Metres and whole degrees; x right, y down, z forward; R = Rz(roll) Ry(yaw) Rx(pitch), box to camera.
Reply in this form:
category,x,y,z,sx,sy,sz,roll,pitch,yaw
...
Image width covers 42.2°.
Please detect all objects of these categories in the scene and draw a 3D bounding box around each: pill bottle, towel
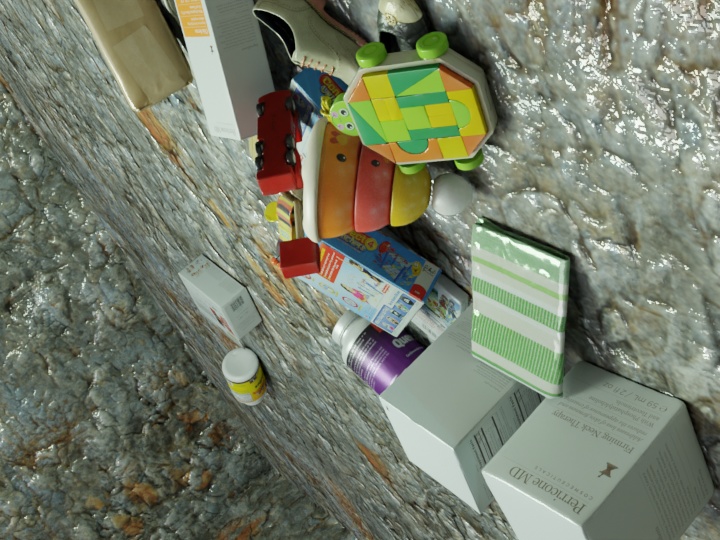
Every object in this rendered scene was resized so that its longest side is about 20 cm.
category,x,y,z,sx,sy,sz,roll,pitch,yaw
pill bottle,0.046,0.150,1.593,0.199,0.112,0.113,40,159,24
pill bottle,-0.336,0.319,2.747,0.109,0.109,0.201,38,158,26
towel,0.192,0.048,1.136,0.152,0.023,0.203,29,133,43

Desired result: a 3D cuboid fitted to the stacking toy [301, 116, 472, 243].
category,x,y,z,sx,sy,sz,roll,pitch,yaw
stacking toy,0.034,-0.100,1.096,0.196,0.148,0.147,5,152,3

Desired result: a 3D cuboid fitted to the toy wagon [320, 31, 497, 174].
category,x,y,z,sx,sy,sz,roll,pitch,yaw
toy wagon,0.043,-0.169,0.992,0.197,0.040,0.156,-2,135,26

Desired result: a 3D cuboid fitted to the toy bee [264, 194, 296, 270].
category,x,y,z,sx,sy,sz,roll,pitch,yaw
toy bee,-0.103,-0.053,1.545,0.130,0.109,0.201,22,148,48

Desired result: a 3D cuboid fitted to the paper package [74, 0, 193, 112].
category,x,y,z,sx,sy,sz,roll,pitch,yaw
paper package,-0.334,-0.356,1.365,0.202,0.102,0.191,65,177,-22

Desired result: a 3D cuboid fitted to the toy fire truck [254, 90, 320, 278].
category,x,y,z,sx,sy,sz,roll,pitch,yaw
toy fire truck,-0.090,-0.109,1.172,0.142,0.048,0.202,71,-168,-52

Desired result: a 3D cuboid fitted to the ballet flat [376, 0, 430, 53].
category,x,y,z,sx,sy,sz,roll,pitch,yaw
ballet flat,0.042,-0.213,1.000,0.066,0.057,0.201,36,153,27

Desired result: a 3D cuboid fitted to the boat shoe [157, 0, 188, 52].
category,x,y,z,sx,sy,sz,roll,pitch,yaw
boat shoe,-0.261,-0.385,1.326,0.057,0.067,0.201,34,160,23

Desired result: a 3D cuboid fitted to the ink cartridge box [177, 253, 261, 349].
category,x,y,z,sx,sy,sz,roll,pitch,yaw
ink cartridge box,-0.349,0.080,2.361,0.199,0.084,0.177,34,155,38

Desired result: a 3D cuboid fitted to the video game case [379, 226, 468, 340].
category,x,y,z,sx,sy,sz,roll,pitch,yaw
video game case,0.083,0.028,1.421,0.200,0.022,0.183,41,159,24

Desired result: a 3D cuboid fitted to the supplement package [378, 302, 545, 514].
category,x,y,z,sx,sy,sz,roll,pitch,yaw
supplement package,0.160,0.184,1.275,0.151,0.200,0.152,29,153,44

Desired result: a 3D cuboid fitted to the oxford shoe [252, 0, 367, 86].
category,x,y,z,sx,sy,sz,roll,pitch,yaw
oxford shoe,-0.043,-0.251,1.086,0.200,0.074,0.071,45,158,1

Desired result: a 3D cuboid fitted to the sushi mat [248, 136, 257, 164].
category,x,y,z,sx,sy,sz,roll,pitch,yaw
sushi mat,-0.147,-0.226,1.352,0.202,0.012,0.096,94,153,-46

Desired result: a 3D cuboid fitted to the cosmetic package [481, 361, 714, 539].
category,x,y,z,sx,sy,sz,roll,pitch,yaw
cosmetic package,0.290,0.255,1.128,0.166,0.200,0.168,21,147,51

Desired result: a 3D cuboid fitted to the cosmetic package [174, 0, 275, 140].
category,x,y,z,sx,sy,sz,roll,pitch,yaw
cosmetic package,-0.177,-0.284,1.243,0.101,0.071,0.203,18,127,55

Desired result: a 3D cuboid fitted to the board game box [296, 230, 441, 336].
category,x,y,z,sx,sy,sz,roll,pitch,yaw
board game box,0.000,0.000,1.328,0.194,0.056,0.200,31,161,1

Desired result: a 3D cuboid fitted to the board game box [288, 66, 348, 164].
category,x,y,z,sx,sy,sz,roll,pitch,yaw
board game box,-0.023,-0.157,1.251,0.196,0.056,0.200,48,161,2
